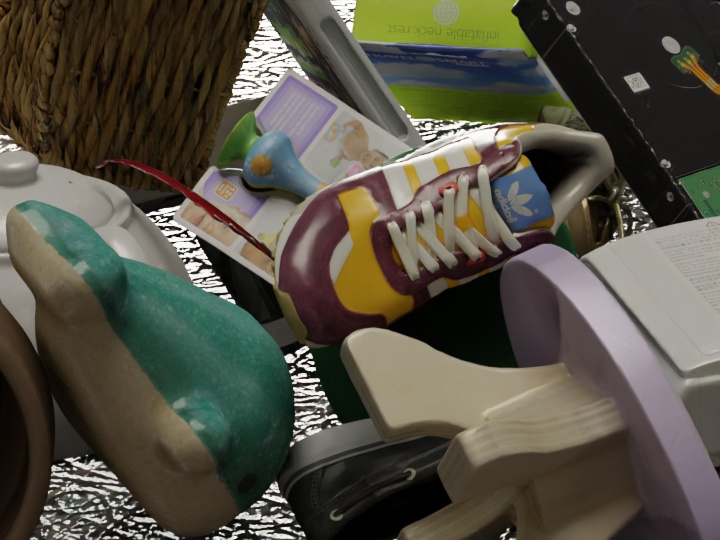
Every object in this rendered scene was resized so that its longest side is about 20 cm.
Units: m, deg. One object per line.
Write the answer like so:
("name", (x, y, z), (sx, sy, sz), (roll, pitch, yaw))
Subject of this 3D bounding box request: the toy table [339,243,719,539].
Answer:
("toy table", (0.082, 0.095, 1.403), (0.117, 0.184, 0.200), (-23, 62, -18))

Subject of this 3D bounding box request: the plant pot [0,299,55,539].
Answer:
("plant pot", (-0.244, 0.052, 1.482), (0.199, 0.201, 0.175), (-3, 25, 1))

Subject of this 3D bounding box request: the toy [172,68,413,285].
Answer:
("toy", (0.008, -0.025, 1.661), (0.200, 0.047, 0.115), (32, 71, 14))

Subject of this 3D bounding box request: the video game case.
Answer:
("video game case", (-0.019, -0.130, 1.862), (0.023, 0.182, 0.200), (-35, 16, -3))

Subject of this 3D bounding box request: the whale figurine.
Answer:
("whale figurine", (-0.099, 0.037, 1.456), (0.104, 0.200, 0.159), (-36, 44, -11))

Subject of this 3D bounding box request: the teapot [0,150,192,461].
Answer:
("teapot", (-0.179, 0.007, 1.648), (0.199, 0.147, 0.198), (3, 25, 11))

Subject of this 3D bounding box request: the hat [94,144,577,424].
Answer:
("hat", (0.000, 0.000, 1.622), (0.165, 0.200, 0.176), (-32, 21, -23))

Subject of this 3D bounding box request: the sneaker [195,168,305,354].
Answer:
("sneaker", (-0.062, -0.030, 1.768), (0.066, 0.091, 0.200), (-24, 26, 3))

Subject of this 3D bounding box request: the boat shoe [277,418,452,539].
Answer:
("boat shoe", (0.058, 0.099, 1.517), (0.199, 0.069, 0.057), (-14, 56, -13))

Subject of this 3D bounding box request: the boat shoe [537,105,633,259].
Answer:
("boat shoe", (0.138, -0.057, 1.837), (0.062, 0.074, 0.200), (-3, 24, 7))

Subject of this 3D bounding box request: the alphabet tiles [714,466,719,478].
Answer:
("alphabet tiles", (0.172, 0.098, 1.570), (0.166, 0.006, 0.200), (10, 28, 29))

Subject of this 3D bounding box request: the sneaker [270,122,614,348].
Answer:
("sneaker", (0.041, -0.026, 1.457), (0.090, 0.075, 0.200), (-12, 17, 44))

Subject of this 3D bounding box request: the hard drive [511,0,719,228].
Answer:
("hard drive", (0.197, -0.103, 1.831), (0.139, 0.038, 0.200), (-19, 67, -39))

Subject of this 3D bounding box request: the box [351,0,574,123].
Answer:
("box", (0.070, -0.138, 1.935), (0.122, 0.048, 0.200), (4, -10, 15))

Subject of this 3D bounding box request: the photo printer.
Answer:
("photo printer", (0.212, 0.029, 1.624), (0.166, 0.070, 0.200), (-10, 24, -12))

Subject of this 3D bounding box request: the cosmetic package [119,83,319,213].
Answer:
("cosmetic package", (-0.122, -0.066, 1.887), (0.199, 0.051, 0.082), (-16, 1, -25))

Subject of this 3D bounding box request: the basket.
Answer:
("basket", (-0.152, -0.165, 1.754), (0.142, 0.201, 0.149), (6, 25, -38))
